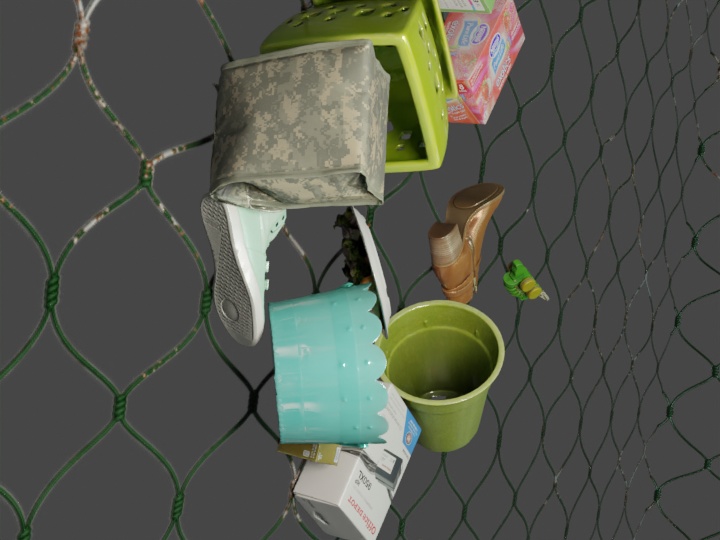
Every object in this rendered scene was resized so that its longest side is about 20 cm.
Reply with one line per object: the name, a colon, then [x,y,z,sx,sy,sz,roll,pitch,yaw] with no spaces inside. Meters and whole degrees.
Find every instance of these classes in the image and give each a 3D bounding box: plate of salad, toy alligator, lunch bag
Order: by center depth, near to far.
lunch bag: [-0.074,-0.159,1.255,0.118,0.198,0.165,49,41,-67]
plate of salad: [0.000,0.000,1.516,0.200,0.048,0.202,163,-90,-87]
toy alligator: [0.315,0.034,2.136,0.054,0.059,0.200,-37,148,8]

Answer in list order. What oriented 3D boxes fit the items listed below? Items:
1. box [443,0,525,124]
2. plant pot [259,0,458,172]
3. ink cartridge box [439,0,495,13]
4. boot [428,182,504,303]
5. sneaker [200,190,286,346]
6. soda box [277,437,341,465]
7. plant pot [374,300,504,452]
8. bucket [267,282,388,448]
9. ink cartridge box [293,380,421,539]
box: [0.178,-0.341,1.759,0.201,0.094,0.103,-63,144,-29]
plant pot: [0.014,-0.255,1.404,0.182,0.198,0.200,-64,147,-43]
ink cartridge box: [0.152,-0.430,1.586,0.059,0.199,0.105,41,64,-56]
boot: [0.190,-0.043,1.869,0.200,0.076,0.156,-50,136,-38]
sneaker: [-0.122,-0.014,1.342,0.118,0.073,0.202,-29,119,-46]
soda box: [-0.050,0.161,1.522,0.064,0.067,0.202,28,73,-58]
plant pot: [0.126,0.185,1.739,0.201,0.199,0.191,-56,153,-36]
bucket: [-0.043,0.122,1.384,0.207,0.134,0.209,176,-90,-85]
ink cartridge box: [-0.001,0.278,1.619,0.201,0.084,0.145,-64,145,-26]
